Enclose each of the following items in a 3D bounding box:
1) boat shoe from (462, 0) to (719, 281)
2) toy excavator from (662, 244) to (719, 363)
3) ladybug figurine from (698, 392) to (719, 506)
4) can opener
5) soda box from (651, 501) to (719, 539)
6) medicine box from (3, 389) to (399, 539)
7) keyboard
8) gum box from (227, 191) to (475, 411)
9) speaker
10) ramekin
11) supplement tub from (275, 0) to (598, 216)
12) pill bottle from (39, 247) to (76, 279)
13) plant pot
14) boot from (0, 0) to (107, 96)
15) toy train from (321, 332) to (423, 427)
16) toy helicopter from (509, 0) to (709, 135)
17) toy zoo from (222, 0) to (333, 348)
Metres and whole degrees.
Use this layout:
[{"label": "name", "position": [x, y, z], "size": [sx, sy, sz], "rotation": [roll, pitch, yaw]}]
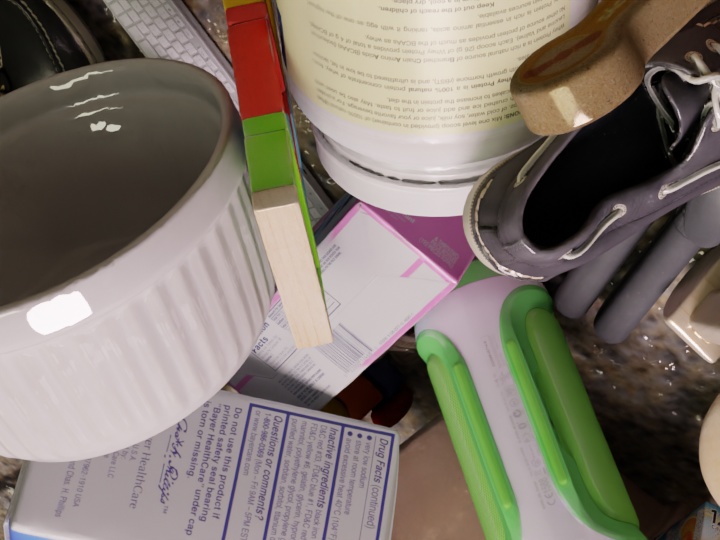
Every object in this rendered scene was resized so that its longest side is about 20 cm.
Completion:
[{"label": "boat shoe", "position": [0.135, -0.061, 0.585], "size": [0.073, 0.199, 0.063], "rotation": [57, 176, -5]}, {"label": "toy excavator", "position": [0.220, -0.005, 0.635], "size": [0.100, 0.195, 0.200], "rotation": [43, 114, -9]}, {"label": "ladybug figurine", "position": [0.273, 0.086, 0.707], "size": [0.199, 0.072, 0.137], "rotation": [0, 111, 26]}, {"label": "can opener", "position": [0.149, -0.019, 0.712], "size": [0.053, 0.067, 0.200], "rotation": [32, 142, 5]}, {"label": "soda box", "position": [0.250, 0.201, 0.759], "size": [0.199, 0.069, 0.064], "rotation": [25, 144, -7]}, {"label": "medicine box", "position": [-0.094, 0.152, 0.821], "size": [0.199, 0.104, 0.182], "rotation": [13, 149, -4]}, {"label": "keyboard", "position": [-0.085, -0.098, 0.854], "size": [0.056, 0.011, 0.200], "rotation": [-15, 119, 45]}, {"label": "gum box", "position": [0.000, 0.000, 0.796], "size": [0.066, 0.114, 0.200], "rotation": [39, 137, -5]}, {"label": "speaker", "position": [0.092, 0.095, 0.771], "size": [0.089, 0.088, 0.201], "rotation": [117, 141, -52]}, {"label": "ramekin", "position": [-0.134, -0.002, 0.669], "size": [0.199, 0.200, 0.105], "rotation": [5, 133, 33]}, {"label": "supplement tub", "position": [0.033, -0.138, 0.614], "size": [0.144, 0.145, 0.201], "rotation": [18, 138, 21]}, {"label": "pill bottle", "position": [-0.157, -0.014, 0.830], "size": [0.110, 0.200, 0.111], "rotation": [32, 150, 21]}, {"label": "plant pot", "position": [0.096, 0.165, 0.874], "size": [0.175, 0.200, 0.200], "rotation": [53, 143, 9]}, {"label": "boot", "position": [-0.222, -0.069, 0.869], "size": [0.073, 0.151, 0.201], "rotation": [28, 145, 29]}, {"label": "toy train", "position": [-0.020, 0.094, 0.919], "size": [0.085, 0.116, 0.200], "rotation": [42, 142, -9]}, {"label": "toy helicopter", "position": [0.132, -0.115, 0.517], "size": [0.132, 0.200, 0.079], "rotation": [9, 137, 55]}, {"label": "toy zoo", "position": [-0.044, -0.080, 0.679], "size": [0.020, 0.201, 0.131], "rotation": [-11, 151, 0]}]
